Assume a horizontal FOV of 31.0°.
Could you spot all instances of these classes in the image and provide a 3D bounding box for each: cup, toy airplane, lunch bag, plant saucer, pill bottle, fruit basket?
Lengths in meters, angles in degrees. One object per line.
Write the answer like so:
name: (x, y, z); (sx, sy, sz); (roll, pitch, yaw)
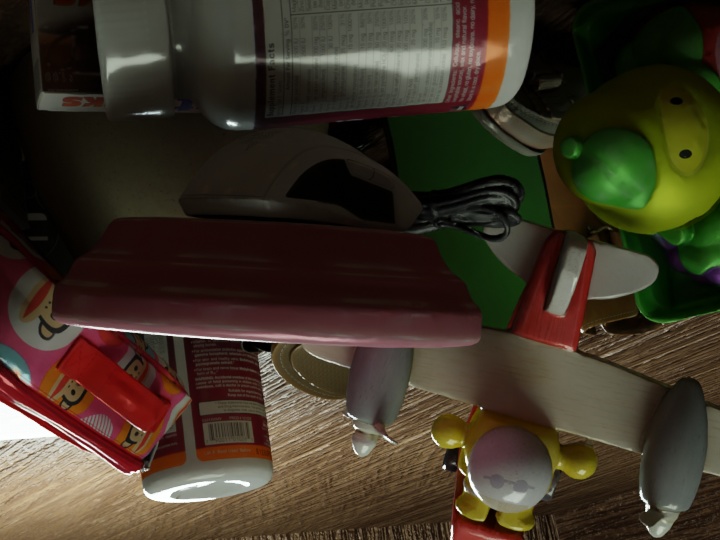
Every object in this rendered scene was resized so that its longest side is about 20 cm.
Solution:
cup: (-0.108, -0.049, 0.791); (0.199, 0.144, 0.200); (-8, 163, -2)
toy airplane: (0.092, 0.071, 0.708); (0.199, 0.200, 0.141); (-26, -163, 23)
lunch bag: (-0.177, 0.037, 0.731); (0.082, 0.176, 0.200); (-51, 152, -10)
plant saucer: (-0.042, 0.005, 0.608); (0.199, 0.051, 0.201); (3, 179, 0)
pill bottle: (-0.026, -0.126, 0.625); (0.198, 0.110, 0.110); (-6, 162, -9)
fruit basket: (0.197, -0.076, 0.763); (0.154, 0.217, 0.216); (-14, 162, 15)
pill bottle: (-0.138, 0.085, 1.087); (0.109, 0.201, 0.110); (-8, 162, -3)

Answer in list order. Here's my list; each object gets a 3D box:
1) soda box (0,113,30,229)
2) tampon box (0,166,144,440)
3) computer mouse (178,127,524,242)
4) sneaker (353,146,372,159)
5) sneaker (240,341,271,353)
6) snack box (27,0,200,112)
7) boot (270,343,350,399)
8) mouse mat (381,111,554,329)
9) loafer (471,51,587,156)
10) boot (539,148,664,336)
soda box: (-0.253, -0.081, 0.741); (0.063, 0.069, 0.200); (-11, 163, 2)
tampon box: (-0.242, 0.031, 0.954); (0.125, 0.151, 0.200); (-2, 161, -21)
computer mouse: (-0.008, -0.041, 0.623); (0.109, 0.044, 0.200); (4, 180, 30)
sneaker: (-0.084, -0.046, 0.940); (0.199, 0.072, 0.080); (-23, 159, 13)
sneaker: (-0.064, 0.020, 1.073); (0.074, 0.107, 0.200); (-16, 166, 20)
snack box: (-0.075, -0.121, 0.700); (0.199, 0.072, 0.024); (-2, 160, -22)
boot: (0.000, 0.000, 0.838); (0.074, 0.156, 0.199); (-34, 153, 32)
mouse mat: (0.080, -0.028, 0.853); (0.160, 0.201, 0.008); (9, 155, -43)
loafer: (0.132, -0.114, 0.852); (0.063, 0.072, 0.200); (-34, 159, 26)
boot: (0.140, -0.025, 0.961); (0.199, 0.156, 0.077); (5, 156, -39)
